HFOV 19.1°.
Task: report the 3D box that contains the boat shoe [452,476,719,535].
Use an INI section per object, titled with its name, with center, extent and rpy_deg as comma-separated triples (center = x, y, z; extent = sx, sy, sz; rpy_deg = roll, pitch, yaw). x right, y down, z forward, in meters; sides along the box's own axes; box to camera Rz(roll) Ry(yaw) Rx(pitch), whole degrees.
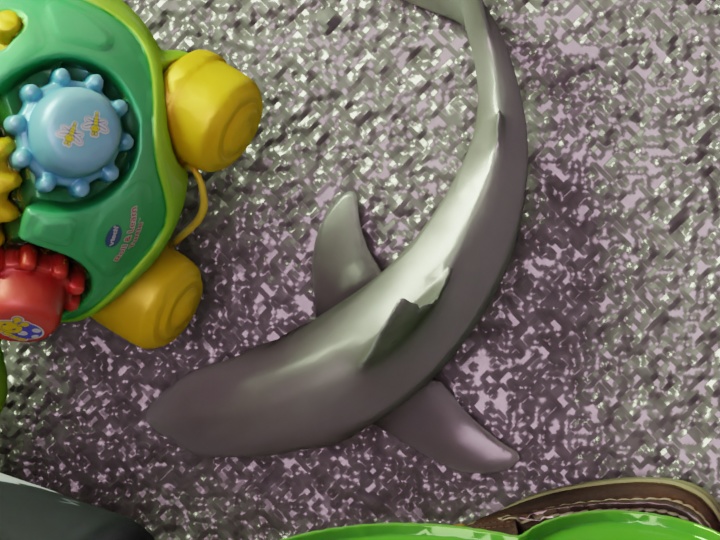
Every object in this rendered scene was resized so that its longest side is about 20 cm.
[boat shoe]
center = 0.033, 0.122, 0.741
extent = 0.200, 0.072, 0.072
rpy_deg = -15, 85, 10

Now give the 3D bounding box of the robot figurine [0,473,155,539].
[robot figurine]
center = -0.140, 0.123, 0.709
extent = 0.200, 0.125, 0.151
rpy_deg = 15, 103, 19

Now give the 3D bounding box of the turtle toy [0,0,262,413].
[turtle toy]
center = -0.131, -0.022, 0.754
extent = 0.146, 0.101, 0.200
rpy_deg = 30, 117, 19

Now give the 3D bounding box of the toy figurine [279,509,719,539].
[toy figurine]
center = 0.037, 0.188, 0.671
extent = 0.150, 0.200, 0.185
rpy_deg = 25, 119, 48

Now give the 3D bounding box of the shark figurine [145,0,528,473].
[shark figurine]
center = 0.020, -0.010, 0.744
extent = 0.128, 0.089, 0.215
rpy_deg = 28, 95, 10
